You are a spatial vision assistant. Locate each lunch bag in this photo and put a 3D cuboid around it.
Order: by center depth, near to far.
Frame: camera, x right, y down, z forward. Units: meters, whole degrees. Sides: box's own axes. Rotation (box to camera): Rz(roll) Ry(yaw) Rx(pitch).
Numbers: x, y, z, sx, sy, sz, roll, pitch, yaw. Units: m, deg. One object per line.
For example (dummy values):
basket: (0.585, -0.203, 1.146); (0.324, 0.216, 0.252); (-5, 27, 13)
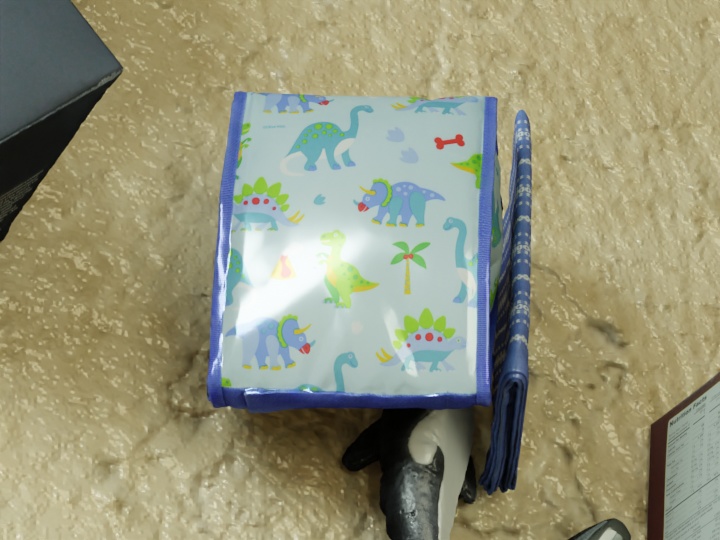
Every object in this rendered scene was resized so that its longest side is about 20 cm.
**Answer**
lunch bag: (0.000, 0.000, 1.502); (0.168, 0.128, 0.201); (-1, 49, 6)

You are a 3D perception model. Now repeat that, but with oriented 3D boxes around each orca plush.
orca plush: (0.026, 0.127, 1.538); (0.105, 0.070, 0.202); (51, 37, -60)

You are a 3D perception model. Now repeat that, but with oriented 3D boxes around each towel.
towel: (0.092, 0.022, 1.572); (0.024, 0.145, 0.201); (3, 55, 1)

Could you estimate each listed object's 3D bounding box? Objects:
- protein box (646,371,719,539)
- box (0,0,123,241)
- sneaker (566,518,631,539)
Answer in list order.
protein box: (0.297, 0.185, 1.601); (0.197, 0.135, 0.201); (20, 55, -19)
box: (-0.265, -0.116, 1.400); (0.123, 0.198, 0.200); (-34, 83, -40)
sneaker: (0.121, 0.249, 1.507); (0.116, 0.075, 0.200); (49, 60, -3)
